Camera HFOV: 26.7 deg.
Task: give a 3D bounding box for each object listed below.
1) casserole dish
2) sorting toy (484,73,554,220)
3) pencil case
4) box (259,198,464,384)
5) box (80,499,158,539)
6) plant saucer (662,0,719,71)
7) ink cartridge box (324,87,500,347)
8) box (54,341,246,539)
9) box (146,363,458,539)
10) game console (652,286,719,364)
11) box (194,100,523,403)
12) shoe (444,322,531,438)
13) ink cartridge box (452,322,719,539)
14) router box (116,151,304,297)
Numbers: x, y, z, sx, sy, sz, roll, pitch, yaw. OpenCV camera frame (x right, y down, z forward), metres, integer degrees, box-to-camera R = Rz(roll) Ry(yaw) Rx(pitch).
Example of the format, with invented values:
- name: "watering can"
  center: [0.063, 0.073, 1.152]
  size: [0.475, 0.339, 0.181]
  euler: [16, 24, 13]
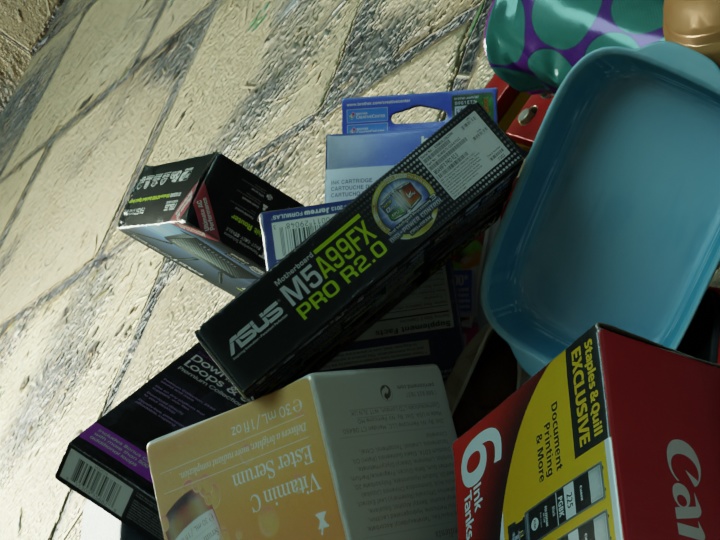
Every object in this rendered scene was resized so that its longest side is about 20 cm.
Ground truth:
- name: "casserole dish"
  center: [0.145, -0.028, 0.839]
  size: [0.039, 0.120, 0.201]
  euler: [-16, -49, -64]
- name: "sorting toy"
  center: [0.111, -0.070, 1.101]
  size: [0.199, 0.069, 0.200]
  euler: [-54, 24, -1]
- name: "pencil case"
  center: [0.174, -0.131, 0.951]
  size: [0.085, 0.093, 0.199]
  euler: [-24, 36, -33]
- name: "box"
  center: [0.007, 0.054, 0.964]
  size: [0.032, 0.120, 0.202]
  euler: [81, -179, -78]
- name: "box"
  center: [-0.106, 0.202, 1.014]
  size: [0.201, 0.147, 0.108]
  euler: [-100, 32, -60]
- name: "plant saucer"
  center: [0.238, -0.193, 0.819]
  size: [0.200, 0.037, 0.201]
  euler: [-41, 19, 17]
- name: "ink cartridge box"
  center: [0.034, -0.026, 1.020]
  size: [0.118, 0.042, 0.202]
  euler: [-2, 79, 18]
- name: "box"
  center: [-0.091, 0.122, 1.012]
  size: [0.036, 0.142, 0.200]
  euler: [-63, -10, 25]
- name: "box"
  center: [-0.017, 0.170, 0.842]
  size: [0.152, 0.106, 0.202]
  euler: [-26, 72, 40]
- name: "game console"
  center: [0.145, 0.114, 0.848]
  size: [0.177, 0.031, 0.201]
  euler: [-38, 27, 45]
- name: "box"
  center: [0.000, 0.000, 0.878]
  size: [0.200, 0.044, 0.160]
  euler: [-40, -7, -6]
- name: "shoe"
  center: [0.058, 0.119, 0.907]
  size: [0.053, 0.069, 0.202]
  euler: [81, -151, -79]
- name: "ink cartridge box"
  center: [0.124, 0.137, 0.690]
  size: [0.176, 0.083, 0.201]
  euler: [-47, 34, 45]
- name: "router box"
  center: [-0.079, -0.016, 1.218]
  size: [0.150, 0.199, 0.063]
  euler: [-1, 61, 62]
